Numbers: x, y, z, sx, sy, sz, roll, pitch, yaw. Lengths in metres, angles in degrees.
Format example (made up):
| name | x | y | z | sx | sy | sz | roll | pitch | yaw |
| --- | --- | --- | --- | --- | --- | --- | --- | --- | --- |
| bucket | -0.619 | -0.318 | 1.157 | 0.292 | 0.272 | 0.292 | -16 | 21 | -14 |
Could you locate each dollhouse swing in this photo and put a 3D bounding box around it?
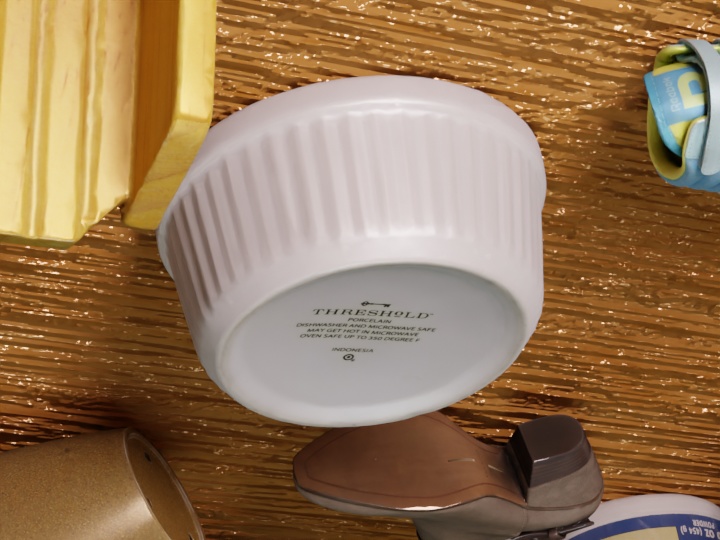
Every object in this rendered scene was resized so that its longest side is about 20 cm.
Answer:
| name | x | y | z | sx | sy | sz | roll | pitch | yaw |
| --- | --- | --- | --- | --- | --- | --- | --- | --- | --- |
| dollhouse swing | -0.139 | -0.122 | 0.860 | 0.199 | 0.183 | 0.176 | 7 | 164 | -24 |

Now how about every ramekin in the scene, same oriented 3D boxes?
| name | x | y | z | sx | sy | sz | roll | pitch | yaw |
| --- | --- | --- | --- | --- | --- | --- | --- | --- | --- |
| ramekin | 0.000 | 0.000 | 1.142 | 0.201 | 0.095 | 0.203 | -6 | 148 | -4 |

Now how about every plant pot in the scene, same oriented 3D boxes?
| name | x | y | z | sx | sy | sz | roll | pitch | yaw |
| --- | --- | --- | --- | --- | --- | --- | --- | --- | --- |
| plant pot | -0.194 | 0.180 | 1.317 | 0.200 | 0.187 | 0.186 | -29 | 145 | 8 |

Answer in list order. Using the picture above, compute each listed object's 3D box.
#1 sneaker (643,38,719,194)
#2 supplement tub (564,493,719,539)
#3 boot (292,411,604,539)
| name | x | y | z | sx | sy | sz | roll | pitch | yaw |
| --- | --- | --- | --- | --- | --- | --- | --- | --- | --- |
| sneaker | 0.210 | -0.091 | 1.070 | 0.130 | 0.080 | 0.200 | 8 | 143 | -28 |
| supplement tub | 0.197 | 0.263 | 1.504 | 0.144 | 0.201 | 0.145 | -7 | 148 | -4 |
| boot | 0.054 | 0.143 | 1.405 | 0.199 | 0.070 | 0.146 | -4 | 150 | -7 |
